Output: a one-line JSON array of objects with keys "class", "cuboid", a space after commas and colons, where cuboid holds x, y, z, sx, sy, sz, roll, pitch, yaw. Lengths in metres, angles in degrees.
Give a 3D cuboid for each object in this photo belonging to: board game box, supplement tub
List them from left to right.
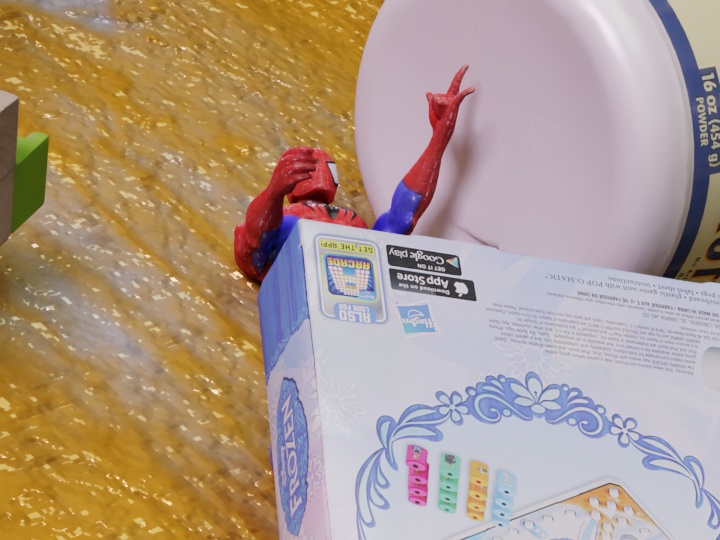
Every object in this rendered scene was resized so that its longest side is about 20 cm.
[{"class": "board game box", "cuboid": [0.075, 0.089, 0.793, 0.199, 0.043, 0.200, 9, 50, -20]}, {"class": "supplement tub", "cuboid": [0.112, -0.060, 0.995, 0.199, 0.146, 0.145, -14, 45, -43]}]

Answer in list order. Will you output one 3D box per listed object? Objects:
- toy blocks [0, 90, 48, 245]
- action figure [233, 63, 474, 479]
[{"class": "toy blocks", "cuboid": [-0.195, -0.018, 0.817, 0.136, 0.100, 0.200, 15, 30, 13]}, {"class": "action figure", "cuboid": [0.000, 0.000, 0.888, 0.065, 0.099, 0.200, 10, 30, -15]}]
